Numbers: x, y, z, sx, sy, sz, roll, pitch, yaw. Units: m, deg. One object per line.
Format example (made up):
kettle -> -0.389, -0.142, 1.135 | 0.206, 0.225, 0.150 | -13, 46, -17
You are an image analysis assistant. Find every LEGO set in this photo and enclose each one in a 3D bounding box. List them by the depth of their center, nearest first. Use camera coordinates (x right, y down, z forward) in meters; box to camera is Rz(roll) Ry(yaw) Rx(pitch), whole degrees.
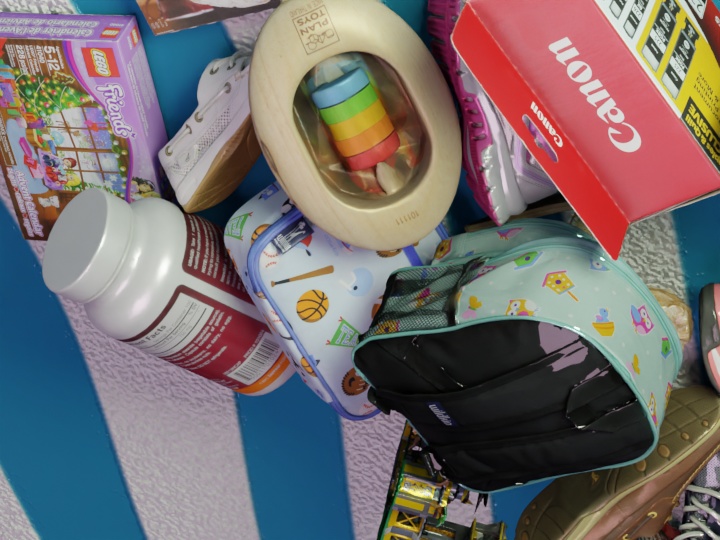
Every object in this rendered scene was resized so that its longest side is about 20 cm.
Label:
LEGO set -> 0.084, 0.167, 1.714 | 0.115, 0.200, 0.154 | 15, 121, 0

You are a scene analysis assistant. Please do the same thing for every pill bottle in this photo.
pill bottle -> -0.138, 0.013, 1.677 | 0.200, 0.113, 0.113 | 27, 139, -34

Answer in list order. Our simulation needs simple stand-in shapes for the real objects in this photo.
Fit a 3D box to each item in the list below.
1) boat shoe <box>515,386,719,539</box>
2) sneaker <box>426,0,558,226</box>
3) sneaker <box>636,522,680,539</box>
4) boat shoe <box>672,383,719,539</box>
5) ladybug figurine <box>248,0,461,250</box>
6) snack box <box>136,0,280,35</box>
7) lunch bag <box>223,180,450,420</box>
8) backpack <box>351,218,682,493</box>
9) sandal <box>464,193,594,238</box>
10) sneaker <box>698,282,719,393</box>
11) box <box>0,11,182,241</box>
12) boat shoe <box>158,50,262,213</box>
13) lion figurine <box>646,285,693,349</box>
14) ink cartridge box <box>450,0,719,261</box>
boat shoe -> 0.209, 0.164, 1.664 | 0.067, 0.072, 0.200 | 35, 115, -30
sneaker -> 0.105, -0.136, 1.518 | 0.088, 0.081, 0.201 | -18, 113, -7
sneaker -> 0.214, 0.227, 1.770 | 0.071, 0.098, 0.201 | -17, 122, 31
boat shoe -> 0.277, 0.188, 1.699 | 0.075, 0.093, 0.200 | 13, 140, 51
ladybug figurine -> -0.006, -0.110, 1.520 | 0.135, 0.072, 0.200 | -24, 110, 0
snack box -> -0.077, -0.220, 1.552 | 0.199, 0.024, 0.072 | -9, 124, 29
lunch bag -> 0.000, 0.000, 1.635 | 0.160, 0.076, 0.200 | -34, 122, -9
backpack -> 0.123, 0.057, 1.528 | 0.200, 0.153, 0.176 | -8, 129, 44
sandal -> 0.174, -0.029, 1.566 | 0.211, 0.078, 0.070 | -18, 94, 29
sneaker -> 0.316, 0.073, 1.623 | 0.087, 0.074, 0.200 | -22, 126, 24
box -> -0.220, -0.108, 1.700 | 0.136, 0.039, 0.200 | 4, 130, 19
boat shoe -> -0.090, -0.129, 1.607 | 0.069, 0.071, 0.200 | 51, 122, 16
lion figurine -> 0.189, 0.077, 1.680 | 0.122, 0.073, 0.200 | 6, 146, 8
ink cartridge box -> 0.163, -0.137, 1.417 | 0.084, 0.176, 0.200 | -22, 118, 36
